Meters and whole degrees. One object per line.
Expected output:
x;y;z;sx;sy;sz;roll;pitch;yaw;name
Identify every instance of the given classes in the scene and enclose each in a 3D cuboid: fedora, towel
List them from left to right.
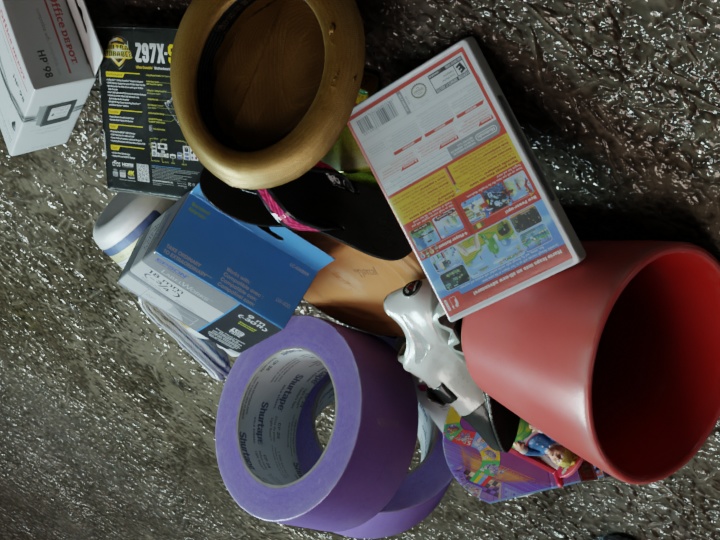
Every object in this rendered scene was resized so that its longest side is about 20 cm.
-0.209;0.031;1.713;0.147;0.024;0.200;47;-171;-29;towel
-0.067;-0.167;1.281;0.199;0.202;0.082;19;-171;27;fedora

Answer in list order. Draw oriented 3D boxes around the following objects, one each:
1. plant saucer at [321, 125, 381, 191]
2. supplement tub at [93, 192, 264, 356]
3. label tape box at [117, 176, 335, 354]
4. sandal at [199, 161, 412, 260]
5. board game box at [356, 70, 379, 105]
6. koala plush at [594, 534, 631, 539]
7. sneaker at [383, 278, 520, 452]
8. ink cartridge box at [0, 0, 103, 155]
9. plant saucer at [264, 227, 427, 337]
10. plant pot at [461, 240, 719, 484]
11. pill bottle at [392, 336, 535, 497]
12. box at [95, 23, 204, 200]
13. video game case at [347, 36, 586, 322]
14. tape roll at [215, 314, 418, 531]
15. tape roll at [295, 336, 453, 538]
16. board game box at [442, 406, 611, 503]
0.029;-0.060;1.385;0.199;0.048;0.200;-4;138;40;plant saucer
-0.164;-0.020;1.590;0.200;0.145;0.144;45;150;-17;supplement tub
-0.131;0.001;1.422;0.144;0.064;0.200;32;156;-14;label tape box
-0.042;-0.064;1.313;0.198;0.076;0.045;18;175;2;sandal
-0.023;-0.121;1.414;0.095;0.030;0.201;23;152;19;board game box
0.269;0.439;1.757;0.177;0.201;0.184;40;152;-10;koala plush
0.085;0.086;1.396;0.088;0.074;0.201;-7;124;32;sneaker
-0.320;-0.210;1.503;0.117;0.066;0.200;68;154;12;ink cartridge box
0.000;0.000;1.419;0.199;0.032;0.201;18;148;12;plant saucer
0.194;0.062;1.298;0.177;0.201;0.201;16;147;48;plant pot
0.127;0.130;1.537;0.113;0.114;0.200;0;135;47;pill bottle
-0.162;-0.147;1.417;0.199;0.049;0.161;8;105;40;box
0.083;-0.072;1.255;0.142;0.017;0.201;-27;91;37;video game case
-0.045;0.149;1.478;0.199;0.202;0.085;3;169;45;tape roll
0.010;0.177;1.627;0.199;0.200;0.085;31;151;7;tape roll
0.180;0.163;1.472;0.198;0.039;0.159;-13;121;-1;board game box
